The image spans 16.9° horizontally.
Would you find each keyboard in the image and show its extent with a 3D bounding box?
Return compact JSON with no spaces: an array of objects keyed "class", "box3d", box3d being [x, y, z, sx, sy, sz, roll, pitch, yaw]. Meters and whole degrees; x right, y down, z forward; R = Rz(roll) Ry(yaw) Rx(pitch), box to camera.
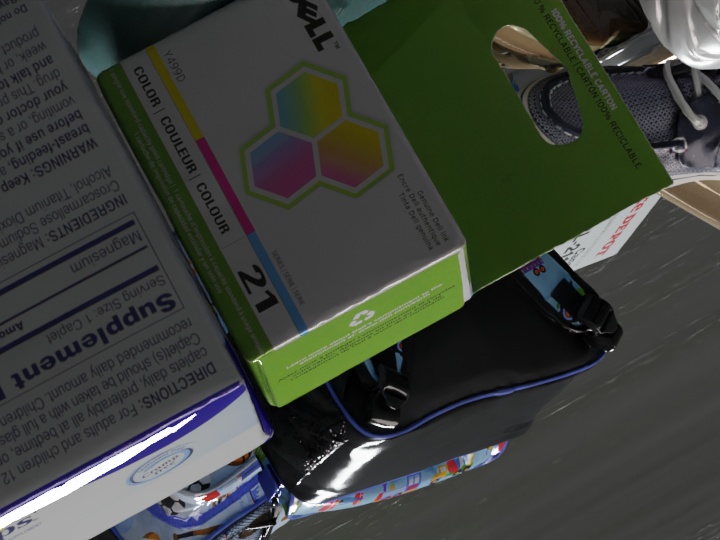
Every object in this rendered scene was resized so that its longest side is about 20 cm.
[{"class":"keyboard","box3d":[0.132,-0.111,1.239,0.200,0.011,0.056,-27,-175,38]}]

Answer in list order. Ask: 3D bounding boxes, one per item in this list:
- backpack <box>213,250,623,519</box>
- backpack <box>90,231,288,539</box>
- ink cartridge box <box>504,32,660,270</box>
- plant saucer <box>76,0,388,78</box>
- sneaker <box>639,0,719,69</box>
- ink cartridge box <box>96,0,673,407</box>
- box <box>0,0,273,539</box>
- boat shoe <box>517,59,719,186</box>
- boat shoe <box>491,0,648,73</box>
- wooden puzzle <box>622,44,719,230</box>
[{"class":"backpack","box3d":[0.000,0.000,1.197,0.182,0.201,0.135,-17,159,-36]},{"class":"backpack","box3d":[-0.095,0.066,1.291,0.190,0.200,0.154,-31,169,-40]},{"class":"ink cartridge box","box3d":[0.077,-0.045,1.387,0.199,0.083,0.146,-20,160,-26]},{"class":"plant saucer","box3d":[-0.029,-0.126,1.079,0.199,0.036,0.200,-27,162,-9]},{"class":"sneaker","box3d":[0.136,-0.177,0.957,0.099,0.200,0.078,-9,-147,46]},{"class":"ink cartridge box","box3d":[0.012,-0.059,1.025,0.199,0.148,0.076,-29,161,-3]},{"class":"box","box3d":[-0.163,0.017,0.991,0.183,0.201,0.105,-28,163,-4]},{"class":"boat shoe","box3d":[0.172,-0.089,1.170,0.199,0.075,0.093,-2,146,-27]},{"class":"boat shoe","box3d":[0.083,-0.124,1.186,0.064,0.072,0.200,-30,169,22]},{"class":"wooden puzzle","box3d":[0.234,-0.094,1.267,0.185,0.037,0.200,25,137,-38]}]
